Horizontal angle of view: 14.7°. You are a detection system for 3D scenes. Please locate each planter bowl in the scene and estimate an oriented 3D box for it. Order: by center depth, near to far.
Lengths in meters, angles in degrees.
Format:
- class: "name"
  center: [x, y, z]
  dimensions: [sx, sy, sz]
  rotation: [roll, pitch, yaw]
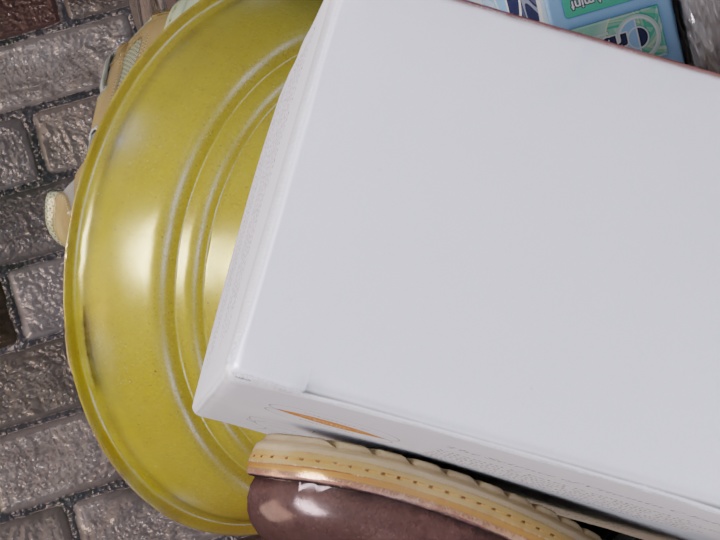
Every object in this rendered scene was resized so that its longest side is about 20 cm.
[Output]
- class: "planter bowl"
  center: [0.000, 0.000, 0.959]
  dimensions: [0.083, 0.200, 0.201]
  rotation: [10, 122, 42]

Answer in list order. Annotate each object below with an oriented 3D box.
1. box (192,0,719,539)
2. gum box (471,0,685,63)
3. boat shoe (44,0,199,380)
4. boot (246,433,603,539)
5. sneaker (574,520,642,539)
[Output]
- class: "box"
  center: [0.043, 0.005, 0.768]
  dimensions: [0.200, 0.152, 0.107]
  rotation: [139, 147, -82]
- class: "gum box"
  center: [0.059, -0.108, 0.941]
  dimensions: [0.170, 0.044, 0.201]
  rotation: [-130, 24, -73]
- class: "boat shoe"
  center: [-0.082, -0.020, 1.035]
  dimensions: [0.072, 0.076, 0.200]
  rotation: [54, -148, -32]
- class: "boot"
  center: [0.028, 0.152, 0.767]
  dimensions: [0.167, 0.200, 0.072]
  rotation: [-64, 19, -12]
- class: "sneaker"
  center: [0.110, 0.109, 0.980]
  dimensions: [0.085, 0.078, 0.200]
  rotation: [55, 172, 4]
